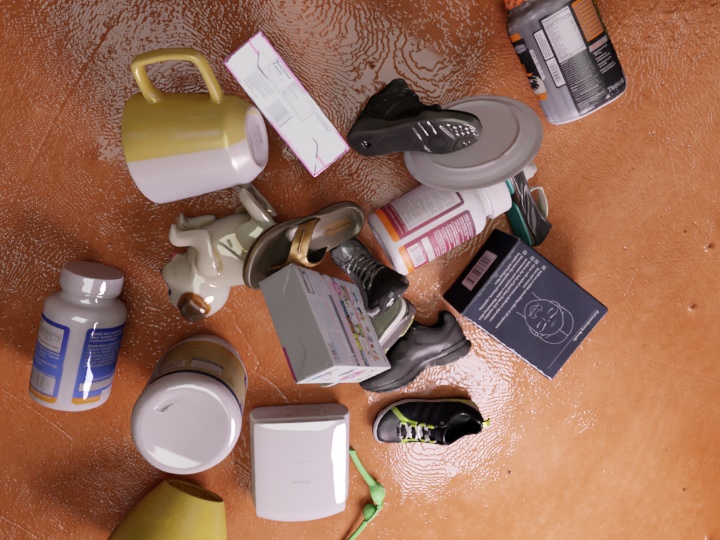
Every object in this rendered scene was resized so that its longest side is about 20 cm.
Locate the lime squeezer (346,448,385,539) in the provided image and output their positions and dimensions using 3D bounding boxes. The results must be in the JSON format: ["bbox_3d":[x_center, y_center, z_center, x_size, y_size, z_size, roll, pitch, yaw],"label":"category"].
[{"bbox_3d":[0.007,0.417,0.993,0.071,0.038,0.200,3,104,-8],"label":"lime squeezer"}]

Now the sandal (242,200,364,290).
[{"bbox_3d":[-0.071,-0.034,0.767,0.200,0.054,0.080,-28,133,-21],"label":"sandal"}]

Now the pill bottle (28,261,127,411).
[{"bbox_3d":[-0.411,0.093,0.820,0.112,0.112,0.200,15,100,-11],"label":"pill bottle"}]

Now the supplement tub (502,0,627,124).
[{"bbox_3d":[0.294,-0.329,0.813,0.122,0.123,0.200,-31,105,0],"label":"supplement tub"}]

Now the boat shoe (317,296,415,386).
[{"bbox_3d":[0.009,0.121,0.907,0.201,0.072,0.061,-45,143,13],"label":"boat shoe"}]

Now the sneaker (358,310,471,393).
[{"bbox_3d":[0.081,0.133,0.926,0.200,0.076,0.091,-26,99,-11],"label":"sneaker"}]

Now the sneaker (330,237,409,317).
[{"bbox_3d":[0.000,0.000,0.815,0.115,0.200,0.075,44,89,-7],"label":"sneaker"}]

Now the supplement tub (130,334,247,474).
[{"bbox_3d":[-0.242,0.184,0.819,0.144,0.200,0.145,-2,104,-7],"label":"supplement tub"}]

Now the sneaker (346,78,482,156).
[{"bbox_3d":[0.083,-0.224,0.792,0.076,0.199,0.114,45,58,-47],"label":"sneaker"}]

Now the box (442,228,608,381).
[{"bbox_3d":[0.264,0.053,0.907,0.200,0.107,0.149,36,96,-13],"label":"box"}]

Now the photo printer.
[{"bbox_3d":[-0.102,0.329,0.940,0.166,0.069,0.200,0,103,-8],"label":"photo printer"}]

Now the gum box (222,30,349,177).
[{"bbox_3d":[-0.106,-0.233,0.783,0.066,0.114,0.200,-38,106,2],"label":"gum box"}]

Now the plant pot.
[{"bbox_3d":[-0.295,0.422,0.891,0.200,0.200,0.142,26,74,-13],"label":"plant pot"}]

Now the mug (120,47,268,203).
[{"bbox_3d":[-0.213,-0.175,0.729,0.153,0.187,0.150,-3,75,10],"label":"mug"}]

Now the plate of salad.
[{"bbox_3d":[0.162,-0.182,0.811,0.200,0.200,0.048,-27,139,-1],"label":"plate of salad"}]

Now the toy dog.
[{"bbox_3d":[-0.201,-0.016,0.826,0.200,0.140,0.194,-37,124,3],"label":"toy dog"}]

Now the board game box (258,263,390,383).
[{"bbox_3d":[-0.043,0.082,0.787,0.064,0.200,0.148,-29,70,18],"label":"board game box"}]

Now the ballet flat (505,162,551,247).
[{"bbox_3d":[0.252,-0.130,0.888,0.068,0.068,0.200,-35,116,-10],"label":"ballet flat"}]

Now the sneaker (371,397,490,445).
[{"bbox_3d":[0.119,0.260,0.947,0.200,0.083,0.072,-10,104,-5],"label":"sneaker"}]

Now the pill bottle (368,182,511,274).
[{"bbox_3d":[0.121,-0.085,0.853,0.200,0.110,0.110,-29,105,0],"label":"pill bottle"}]
